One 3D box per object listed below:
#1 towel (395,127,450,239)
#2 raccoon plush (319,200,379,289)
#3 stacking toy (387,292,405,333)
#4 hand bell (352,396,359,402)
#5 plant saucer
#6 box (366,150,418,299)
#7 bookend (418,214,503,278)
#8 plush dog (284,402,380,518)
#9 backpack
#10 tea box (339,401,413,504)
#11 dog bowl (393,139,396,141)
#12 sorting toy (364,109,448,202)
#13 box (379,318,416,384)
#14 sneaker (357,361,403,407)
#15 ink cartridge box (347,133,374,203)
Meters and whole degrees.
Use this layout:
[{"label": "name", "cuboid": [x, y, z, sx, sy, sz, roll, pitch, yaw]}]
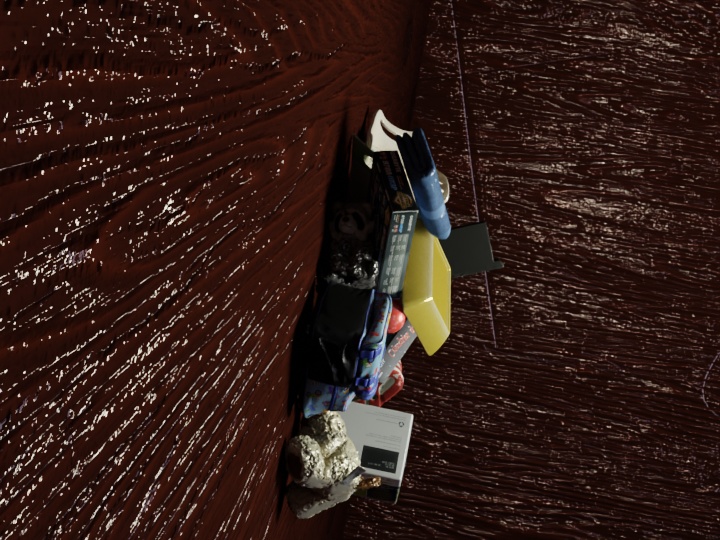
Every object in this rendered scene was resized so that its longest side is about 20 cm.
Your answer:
[{"label": "towel", "cuboid": [0.109, -0.141, 1.560, 0.200, 0.048, 0.112, 67, 6, -56]}, {"label": "raccoon plush", "cuboid": [-0.023, -0.031, 1.574, 0.200, 0.096, 0.135, 114, -19, -66]}, {"label": "stacking toy", "cuboid": [0.062, 0.056, 1.641, 0.200, 0.085, 0.086, -71, 170, -67]}, {"label": "hand bell", "cuboid": [-0.036, 0.147, 1.796, 0.105, 0.103, 0.201, 95, -2, -51]}, {"label": "plant saucer", "cuboid": [0.126, 0.024, 1.668, 0.200, 0.048, 0.202, 60, 29, -55]}, {"label": "box", "cuboid": [0.045, -0.077, 1.557, 0.160, 0.046, 0.201, -104, -163, -45]}, {"label": "bookend", "cuboid": [0.179, -0.086, 1.916, 0.092, 0.197, 0.202, -48, 125, -83]}, {"label": "plush dog", "cuboid": [-0.059, 0.304, 1.572, 0.201, 0.159, 0.173, 94, -16, -50]}, {"label": "backpack", "cuboid": [-0.031, 0.142, 1.480, 0.183, 0.133, 0.202, -73, 173, -59]}, {"label": "tea box", "cuboid": [-0.010, 0.350, 1.784, 0.197, 0.198, 0.135, 95, 8, -63]}, {"label": "dog bowl", "cuboid": [0.037, -0.187, 1.978, 0.200, 0.073, 0.202, 10, 90, -86]}, {"label": "sorting toy", "cuboid": [0.073, -0.229, 1.838, 0.107, 0.199, 0.181, -34, -140, 45]}, {"label": "box", "cuboid": [0.066, 0.128, 1.821, 0.201, 0.038, 0.136, -54, -166, -12]}, {"label": "sneaker", "cuboid": [0.017, 0.243, 1.906, 0.200, 0.078, 0.116, -37, -162, 23]}, {"label": "ink cartridge box", "cuboid": [0.034, -0.138, 1.693, 0.146, 0.048, 0.201, 46, -37, 37]}]
